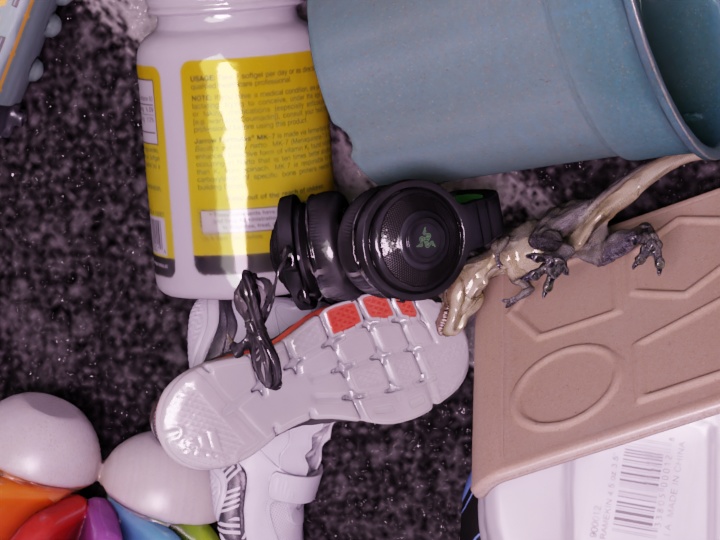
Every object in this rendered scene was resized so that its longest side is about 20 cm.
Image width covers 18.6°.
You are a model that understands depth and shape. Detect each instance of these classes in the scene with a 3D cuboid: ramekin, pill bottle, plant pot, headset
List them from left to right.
[{"bbox_3d":[-0.075,-0.090,1.314,0.114,0.114,0.201,-2,100,14],"label":"pill bottle"},{"bbox_3d":[0.000,0.000,1.219,0.123,0.200,0.094,-6,98,39],"label":"headset"},{"bbox_3d":[0.087,-0.139,1.236,0.195,0.200,0.201,-13,97,23],"label":"plant pot"},{"bbox_3d":[0.163,0.134,1.270,0.199,0.098,0.202,-2,78,8],"label":"ramekin"}]

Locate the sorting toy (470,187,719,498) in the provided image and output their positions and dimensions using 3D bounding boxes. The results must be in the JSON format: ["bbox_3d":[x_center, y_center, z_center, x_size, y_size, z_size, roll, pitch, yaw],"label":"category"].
[{"bbox_3d":[0.151,0.035,1.215,0.199,0.186,0.037,-24,122,20],"label":"sorting toy"}]

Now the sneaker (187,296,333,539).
[{"bbox_3d":[-0.034,0.106,1.357,0.114,0.075,0.201,-10,94,17],"label":"sneaker"}]

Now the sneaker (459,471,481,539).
[{"bbox_3d":[0.093,0.212,1.344,0.070,0.078,0.201,-3,99,14],"label":"sneaker"}]

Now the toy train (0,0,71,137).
[{"bbox_3d":[-0.236,-0.176,1.358,0.114,0.085,0.201,23,104,-1],"label":"toy train"}]

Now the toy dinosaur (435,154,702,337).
[{"bbox_3d":[0.125,-0.018,1.233,0.199,0.088,0.048,-28,110,5],"label":"toy dinosaur"}]

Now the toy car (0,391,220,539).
[{"bbox_3d":[-0.179,0.184,1.356,0.199,0.150,0.176,18,103,-8],"label":"toy car"}]

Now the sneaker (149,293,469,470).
[{"bbox_3d":[-0.035,0.060,1.281,0.199,0.082,0.077,-13,93,-21],"label":"sneaker"}]
